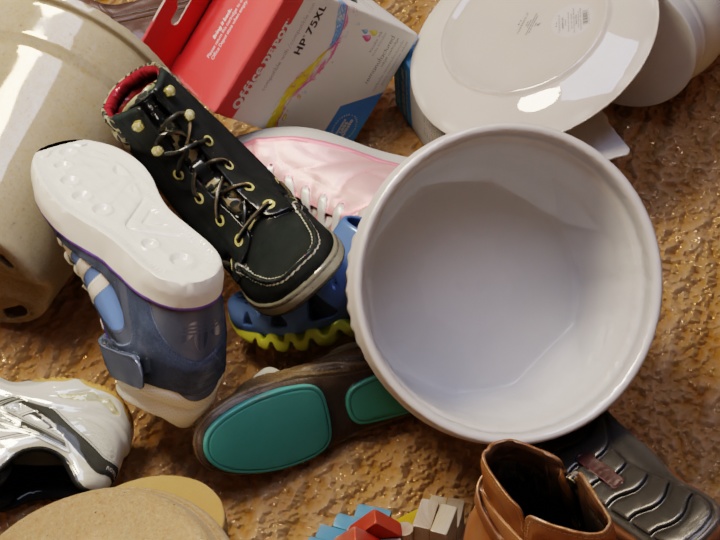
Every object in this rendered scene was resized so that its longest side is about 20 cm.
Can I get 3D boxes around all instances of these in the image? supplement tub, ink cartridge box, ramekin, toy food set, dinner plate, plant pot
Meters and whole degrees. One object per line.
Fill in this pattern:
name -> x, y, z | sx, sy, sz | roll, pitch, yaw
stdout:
supplement tub -> 0.247, -0.242, 1.445 | 0.145, 0.146, 0.200 | 18, 48, 19
ink cartridge box -> -0.062, -0.169, 1.330 | 0.200, 0.116, 0.067 | 12, 25, -52
ink cartridge box -> 0.115, -0.113, 1.371 | 0.115, 0.068, 0.200 | -18, 47, -13
ramekin -> 0.083, 0.009, 1.125 | 0.199, 0.201, 0.105 | -13, 2, -11
toy food set -> -0.164, 0.210, 1.046 | 0.197, 0.049, 0.200 | -21, 44, -2
dinner plate -> 0.127, -0.180, 1.331 | 0.199, 0.024, 0.201 | -13, 53, 18
plant pot -> -0.251, -0.072, 1.273 | 0.200, 0.201, 0.184 | 14, 58, 16

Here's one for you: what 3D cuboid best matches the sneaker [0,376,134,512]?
sneaker -> -0.253, 0.112, 1.149 | 0.199, 0.076, 0.088 | 3, 44, 6

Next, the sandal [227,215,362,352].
sandal -> 0.000, 0.000, 1.221 | 0.199, 0.087, 0.080 | -13, 16, 11

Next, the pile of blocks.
pile of blocks -> -0.021, 0.177, 1.086 | 0.200, 0.062, 0.082 | -28, 50, -25

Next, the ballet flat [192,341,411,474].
ballet flat -> -0.027, 0.082, 1.189 | 0.199, 0.068, 0.072 | -20, 27, -18

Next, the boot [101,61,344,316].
boot -> -0.098, -0.056, 1.176 | 0.073, 0.154, 0.204 | -43, 24, -3

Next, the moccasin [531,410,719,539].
moccasin -> 0.167, 0.141, 1.110 | 0.074, 0.078, 0.201 | -43, 37, -16

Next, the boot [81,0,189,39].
boot -> -0.187, -0.230, 1.501 | 0.199, 0.064, 0.187 | -22, 61, -15

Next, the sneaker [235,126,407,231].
sneaker -> -0.023, -0.043, 1.298 | 0.199, 0.076, 0.105 | 11, 40, 6

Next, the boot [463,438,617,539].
boot -> 0.143, 0.188, 1.003 | 0.077, 0.156, 0.200 | -35, 53, -30

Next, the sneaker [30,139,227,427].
sneaker -> -0.159, 0.018, 1.165 | 0.080, 0.147, 0.200 | -19, 42, -33
